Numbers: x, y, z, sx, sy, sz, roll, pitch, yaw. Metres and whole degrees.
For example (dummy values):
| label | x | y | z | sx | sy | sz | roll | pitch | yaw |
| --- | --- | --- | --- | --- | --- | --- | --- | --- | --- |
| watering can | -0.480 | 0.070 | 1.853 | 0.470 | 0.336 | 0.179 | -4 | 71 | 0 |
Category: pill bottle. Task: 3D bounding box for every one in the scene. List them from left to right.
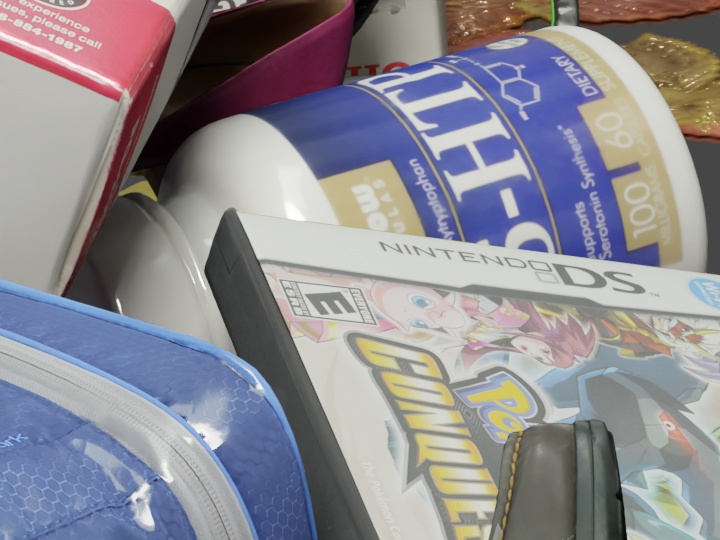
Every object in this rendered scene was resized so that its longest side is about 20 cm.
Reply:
| label | x | y | z | sx | sy | sz | roll | pitch | yaw |
| --- | --- | --- | --- | --- | --- | --- | --- | --- | --- |
| pill bottle | 0.000 | 0.000 | 0.836 | 0.199 | 0.120 | 0.120 | -18 | 26 | -25 |

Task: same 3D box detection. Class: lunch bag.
| label | x | y | z | sx | sy | sz | roll | pitch | yaw |
| --- | --- | --- | --- | --- | --- | --- | --- | --- | --- |
| lunch bag | -0.103 | 0.081 | 0.654 | 0.200 | 0.136 | 0.132 | 16 | 31 | 43 |

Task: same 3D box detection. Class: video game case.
| label | x | y | z | sx | sy | sz | roll | pitch | yaw |
| --- | --- | --- | --- | --- | --- | --- | --- | --- | --- |
| video game case | 0.066 | 0.056 | 0.686 | 0.180 | 0.026 | 0.200 | 7 | 31 | -23 |

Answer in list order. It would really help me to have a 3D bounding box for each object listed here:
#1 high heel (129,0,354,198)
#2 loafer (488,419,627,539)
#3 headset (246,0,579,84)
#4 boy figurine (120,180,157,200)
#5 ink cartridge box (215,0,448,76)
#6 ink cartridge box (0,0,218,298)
| label | x | y | z | sx | sy | sz | roll | pitch | yaw |
| --- | --- | --- | --- | --- | --- | --- | --- | --- | --- |
| high heel | -0.096 | -0.062 | 0.843 | 0.200 | 0.096 | 0.067 | -2 | 44 | -41 |
| loafer | 0.015 | 0.117 | 0.525 | 0.072 | 0.073 | 0.200 | 5 | 56 | 14 |
| headset | -0.007 | -0.086 | 1.063 | 0.199 | 0.124 | 0.094 | -23 | -3 | 5 |
| boy figurine | -0.078 | -0.003 | 0.937 | 0.124 | 0.065 | 0.200 | 9 | 31 | 37 |
| ink cartridge box | -0.039 | -0.169 | 1.137 | 0.146 | 0.201 | 0.083 | -5 | 27 | 2 |
| ink cartridge box | -0.116 | -0.096 | 0.763 | 0.144 | 0.084 | 0.200 | 23 | 35 | -2 |
